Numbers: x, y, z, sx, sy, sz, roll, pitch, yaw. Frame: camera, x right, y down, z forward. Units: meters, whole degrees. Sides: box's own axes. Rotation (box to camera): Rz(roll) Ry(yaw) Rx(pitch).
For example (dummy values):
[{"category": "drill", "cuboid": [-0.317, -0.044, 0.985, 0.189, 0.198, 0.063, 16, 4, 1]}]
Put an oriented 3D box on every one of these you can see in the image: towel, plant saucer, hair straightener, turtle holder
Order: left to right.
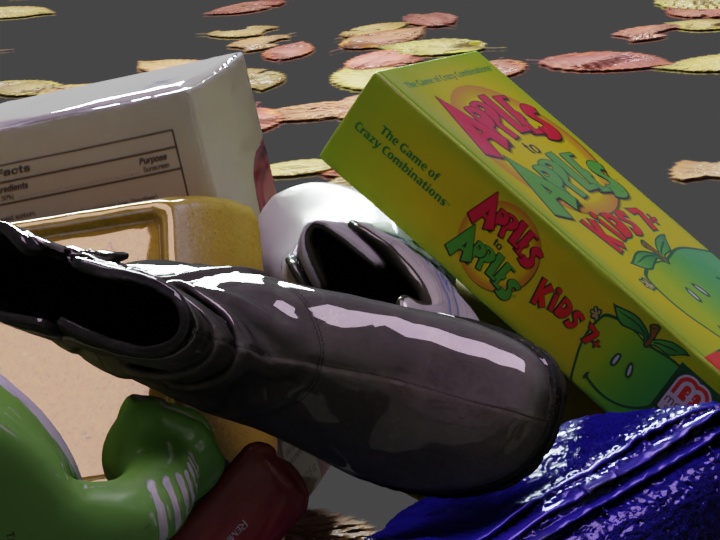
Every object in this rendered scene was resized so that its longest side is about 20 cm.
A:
[{"category": "turtle holder", "cuboid": [-0.154, 0.081, 1.002, 0.185, 0.141, 0.132, -40, 18, 4]}, {"category": "plant saucer", "cuboid": [-0.136, 0.049, 1.154, 0.199, 0.049, 0.201, -10, 50, 3]}, {"category": "hair straightener", "cuboid": [-0.097, 0.146, 1.040, 0.077, 0.041, 0.200, -15, 35, 57]}, {"category": "towel", "cuboid": [0.043, 0.102, 1.064, 0.199, 0.050, 0.147, -25, 12, -28]}]

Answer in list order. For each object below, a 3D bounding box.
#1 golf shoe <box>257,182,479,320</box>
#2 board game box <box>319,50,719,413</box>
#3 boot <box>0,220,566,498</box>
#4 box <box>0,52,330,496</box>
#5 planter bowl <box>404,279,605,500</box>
[{"category": "golf shoe", "cuboid": [0.000, 0.000, 1.186, 0.078, 0.097, 0.200, -38, 38, -5]}, {"category": "board game box", "cuboid": [0.088, -0.007, 1.193, 0.200, 0.048, 0.101, 42, 25, 15]}, {"category": "boot", "cuboid": [-0.038, 0.032, 1.023, 0.199, 0.068, 0.130, 13, -2, 28]}, {"category": "box", "cuboid": [-0.100, 0.015, 1.305, 0.127, 0.201, 0.109, -10, 10, 14]}, {"category": "planter bowl", "cuboid": [0.073, 0.041, 1.270, 0.199, 0.084, 0.201, 20, 19, -7]}]
